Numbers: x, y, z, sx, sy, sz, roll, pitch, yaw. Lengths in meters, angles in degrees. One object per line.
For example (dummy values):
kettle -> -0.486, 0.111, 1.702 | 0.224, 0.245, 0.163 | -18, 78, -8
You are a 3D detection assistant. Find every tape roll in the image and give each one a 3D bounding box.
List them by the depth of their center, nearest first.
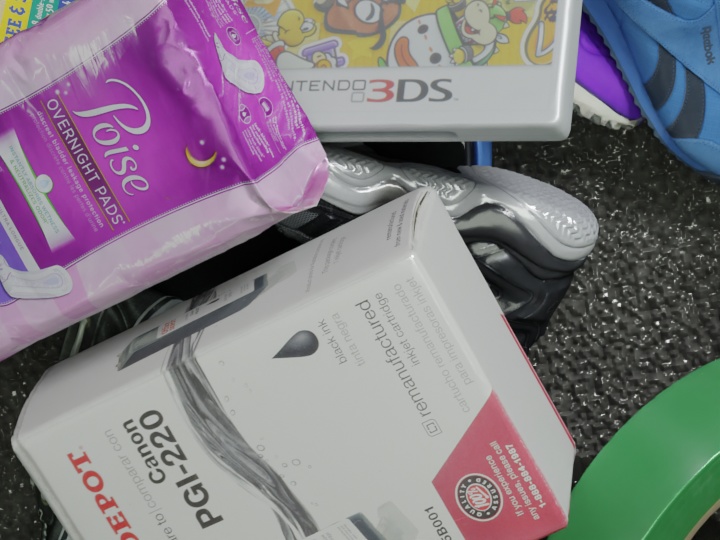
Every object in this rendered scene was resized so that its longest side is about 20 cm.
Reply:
tape roll -> 0.167, 0.133, 1.096 | 0.200, 0.048, 0.201 | -22, 129, -30

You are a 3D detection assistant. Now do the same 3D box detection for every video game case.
video game case -> 0.010, -0.152, 1.043 | 0.182, 0.023, 0.200 | 1, 72, 19

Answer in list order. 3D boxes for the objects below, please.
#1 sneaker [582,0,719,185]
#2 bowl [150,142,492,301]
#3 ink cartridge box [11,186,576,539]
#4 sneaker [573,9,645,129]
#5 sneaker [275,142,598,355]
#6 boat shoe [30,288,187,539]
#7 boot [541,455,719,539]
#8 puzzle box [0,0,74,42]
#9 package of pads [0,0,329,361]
sneaker -> 0.157, -0.112, 1.081 | 0.078, 0.066, 0.200 | -8, 131, 41
bowl -> -0.036, -0.054, 1.133 | 0.200, 0.039, 0.201 | 0, 102, -2
ink cartridge box -> -0.027, 0.076, 1.039 | 0.200, 0.085, 0.146 | -25, 107, 16
sneaker -> 0.077, -0.155, 1.101 | 0.200, 0.070, 0.100 | 43, 95, -10
sneaker -> 0.000, 0.000, 1.087 | 0.200, 0.075, 0.114 | 13, 104, -2
boat shoe -> -0.123, 0.092, 1.148 | 0.071, 0.072, 0.200 | 31, 114, 26
boot -> 0.070, 0.161, 1.176 | 0.200, 0.077, 0.138 | 15, 121, -15
puzzle box -> -0.138, -0.192, 1.053 | 0.133, 0.025, 0.200 | 11, 90, -36
package of pads -> -0.125, -0.041, 1.013 | 0.200, 0.076, 0.121 | -25, 98, 23
